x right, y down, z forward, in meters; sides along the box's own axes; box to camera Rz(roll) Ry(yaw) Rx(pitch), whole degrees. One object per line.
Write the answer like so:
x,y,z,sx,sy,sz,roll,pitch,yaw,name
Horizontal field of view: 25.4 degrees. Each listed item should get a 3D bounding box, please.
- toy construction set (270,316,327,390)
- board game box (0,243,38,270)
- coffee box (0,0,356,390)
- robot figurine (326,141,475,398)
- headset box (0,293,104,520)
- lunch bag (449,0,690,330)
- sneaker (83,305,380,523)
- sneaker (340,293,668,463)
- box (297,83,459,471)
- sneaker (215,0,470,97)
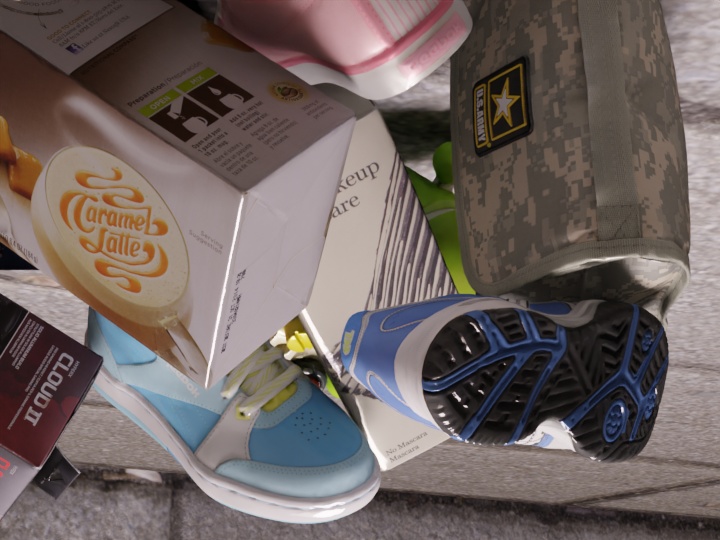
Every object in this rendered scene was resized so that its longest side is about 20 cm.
-0.060,0.011,0.910,0.130,0.093,0.200,17,146,-31,toy construction set
-0.180,-0.041,0.974,0.134,0.035,0.200,-1,-166,8,board game box
-0.110,-0.059,0.678,0.199,0.080,0.115,34,135,17,coffee box
0.016,-0.006,1.008,0.199,0.177,0.115,34,-170,40,robot figurine
-0.239,0.060,0.859,0.199,0.078,0.149,34,146,-9,headset box
0.102,-0.060,0.775,0.116,0.166,0.200,-3,165,3,lunch bag
-0.071,0.036,0.805,0.199,0.132,0.079,28,-136,29,sneaker
0.073,0.042,0.725,0.076,0.077,0.199,13,178,42,sneaker
0.000,0.000,0.805,0.082,0.069,0.201,-29,126,-2,box
-0.034,-0.134,0.690,0.105,0.075,0.200,48,168,-22,sneaker
